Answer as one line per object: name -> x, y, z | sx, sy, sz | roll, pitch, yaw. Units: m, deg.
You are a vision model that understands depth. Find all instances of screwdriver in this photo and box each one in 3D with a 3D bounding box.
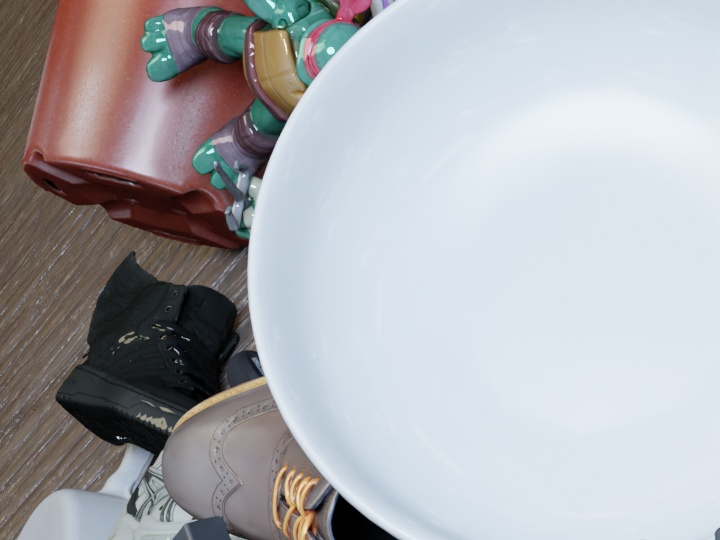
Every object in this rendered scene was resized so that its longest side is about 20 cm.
screwdriver -> -0.038, 0.073, 0.945 | 0.028, 0.029, 0.200 | -60, 16, 5

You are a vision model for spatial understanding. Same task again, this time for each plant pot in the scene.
plant pot -> -0.097, -0.127, 1.155 | 0.201, 0.200, 0.197 | -8, 63, 66

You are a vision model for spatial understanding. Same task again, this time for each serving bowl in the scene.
serving bowl -> 0.069, 0.003, 0.606 | 0.201, 0.199, 0.066 | -67, -21, -14

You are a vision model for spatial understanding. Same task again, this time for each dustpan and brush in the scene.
dustpan and brush -> -0.152, 0.147, 1.122 | 0.139, 0.057, 0.201 | -24, 48, 58

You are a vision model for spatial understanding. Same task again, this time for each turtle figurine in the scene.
turtle figurine -> -0.045, -0.092, 0.950 | 0.200, 0.100, 0.151 | 177, 83, -71

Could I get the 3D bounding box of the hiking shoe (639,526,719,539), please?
hiking shoe -> 0.116, 0.103, 0.482 | 0.199, 0.076, 0.101 | -25, 82, 32

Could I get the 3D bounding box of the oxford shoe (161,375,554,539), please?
oxford shoe -> -0.006, 0.071, 0.687 | 0.199, 0.073, 0.072 | -2, 96, 40

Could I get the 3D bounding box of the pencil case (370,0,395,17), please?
pencil case -> 0.060, -0.115, 0.854 | 0.086, 0.083, 0.200 | -68, 16, 2

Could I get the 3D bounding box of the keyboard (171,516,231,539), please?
keyboard -> -0.027, 0.174, 0.659 | 0.127, 0.021, 0.201 | -50, 52, 37

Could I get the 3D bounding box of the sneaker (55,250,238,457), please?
sneaker -> -0.103, 0.048, 1.094 | 0.104, 0.060, 0.199 | -52, 29, -18

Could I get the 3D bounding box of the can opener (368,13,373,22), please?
can opener -> 0.040, -0.141, 1.010 | 0.201, 0.052, 0.066 | -66, 21, -11

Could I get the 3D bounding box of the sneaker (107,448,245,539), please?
sneaker -> -0.065, 0.104, 0.908 | 0.200, 0.075, 0.088 | -19, 46, 62

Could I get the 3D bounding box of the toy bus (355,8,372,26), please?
toy bus -> 0.011, -0.218, 1.051 | 0.078, 0.065, 0.201 | 94, -160, -57
